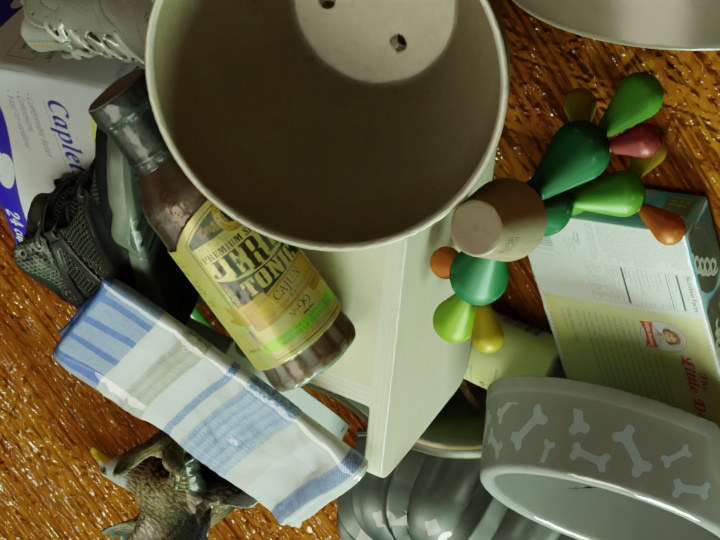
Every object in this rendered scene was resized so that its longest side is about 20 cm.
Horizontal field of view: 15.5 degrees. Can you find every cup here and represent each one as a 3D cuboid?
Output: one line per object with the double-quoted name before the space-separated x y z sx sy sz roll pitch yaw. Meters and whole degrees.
"cup" -0.005 -0.129 1.465 0.199 0.143 0.202 5 113 11

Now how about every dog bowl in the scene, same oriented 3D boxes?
"dog bowl" 0.165 0.130 1.655 0.199 0.059 0.200 17 164 5

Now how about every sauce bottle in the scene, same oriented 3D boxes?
"sauce bottle" -0.082 -0.023 1.506 0.065 0.065 0.200 -19 115 48

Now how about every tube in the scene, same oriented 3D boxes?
"tube" 0.040 0.033 1.726 0.199 0.052 0.058 24 124 18

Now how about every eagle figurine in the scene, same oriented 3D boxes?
"eagle figurine" -0.144 0.181 1.969 0.151 0.151 0.201 52 143 44

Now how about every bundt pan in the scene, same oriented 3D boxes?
"bundt pan" 0.067 0.192 1.839 0.201 0.076 0.202 25 153 14

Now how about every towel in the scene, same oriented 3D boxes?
"towel" -0.095 0.084 1.628 0.199 0.024 0.147 37 155 -6

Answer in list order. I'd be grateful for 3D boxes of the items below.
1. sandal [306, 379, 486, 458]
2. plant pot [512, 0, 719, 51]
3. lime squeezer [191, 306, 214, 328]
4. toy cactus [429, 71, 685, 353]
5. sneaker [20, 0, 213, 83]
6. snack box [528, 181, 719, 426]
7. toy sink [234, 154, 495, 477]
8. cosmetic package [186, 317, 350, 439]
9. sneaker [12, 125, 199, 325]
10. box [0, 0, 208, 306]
"sandal" 0.025 0.066 1.769 0.199 0.082 0.055 29 123 19
"plant pot" 0.159 -0.221 1.236 0.199 0.200 0.175 13 124 28
"lime squeezer" -0.160 -0.002 1.854 0.200 0.038 0.071 39 145 -8
"toy cactus" 0.098 -0.023 1.484 0.200 0.165 0.103 -40 80 24
"sneaker" -0.149 -0.146 1.557 0.076 0.092 0.200 55 178 -40
"snack box" 0.174 0.032 1.625 0.115 0.037 0.201 10 138 31
"toy sink" 0.000 0.000 1.609 0.111 0.130 0.201 20 128 20
"cosmetic package" -0.085 0.080 1.767 0.082 0.051 0.200 24 172 29
"sneaker" -0.162 -0.037 1.600 0.113 0.077 0.200 17 148 13
"box" -0.139 -0.085 1.683 0.199 0.105 0.185 11 139 28
